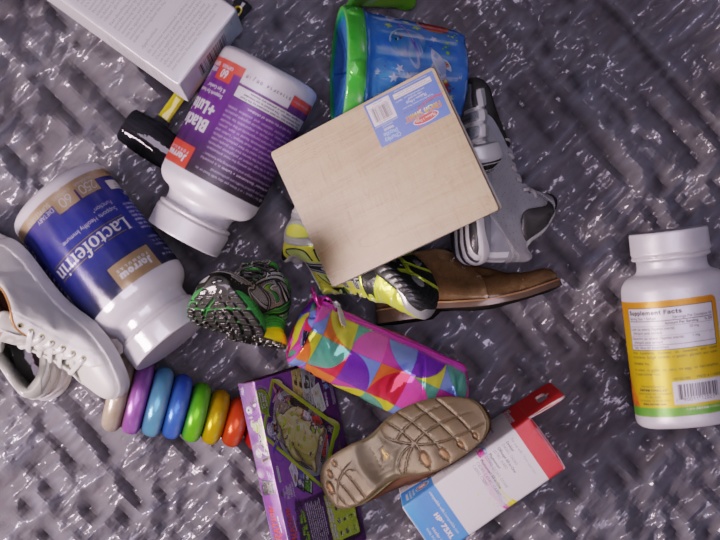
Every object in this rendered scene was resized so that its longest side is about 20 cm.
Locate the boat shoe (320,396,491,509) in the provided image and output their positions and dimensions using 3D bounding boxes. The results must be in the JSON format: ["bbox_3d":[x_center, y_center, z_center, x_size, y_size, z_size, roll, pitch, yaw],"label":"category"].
[{"bbox_3d":[0.051,0.182,1.503,0.200,0.067,0.072,-30,76,26],"label":"boat shoe"}]

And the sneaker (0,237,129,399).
[{"bbox_3d":[-0.321,0.066,1.464,0.200,0.073,0.085,46,49,0],"label":"sneaker"}]

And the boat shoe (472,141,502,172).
[{"bbox_3d":[0.080,-0.081,1.491,0.071,0.200,0.064,-16,87,-35],"label":"boat shoe"}]

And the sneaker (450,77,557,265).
[{"bbox_3d":[0.153,-0.100,1.549,0.115,0.075,0.201,4,80,-23],"label":"sneaker"}]

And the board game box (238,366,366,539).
[{"bbox_3d":[-0.059,0.202,1.532,0.032,0.120,0.201,-11,92,36],"label":"board game box"}]

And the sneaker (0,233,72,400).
[{"bbox_3d":[-0.364,0.044,1.529,0.078,0.099,0.200,-28,92,1],"label":"sneaker"}]

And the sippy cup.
[{"bbox_3d":[0.040,-0.201,1.510,0.130,0.140,0.179,2,99,-8],"label":"sippy cup"}]

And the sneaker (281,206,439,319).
[{"bbox_3d":[0.000,0.000,1.523,0.200,0.075,0.077,37,109,32],"label":"sneaker"}]

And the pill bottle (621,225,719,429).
[{"bbox_3d":[0.331,0.057,1.524,0.111,0.111,0.201,-7,92,0],"label":"pill bottle"}]

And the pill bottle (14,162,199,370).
[{"bbox_3d":[-0.253,-0.003,1.508,0.116,0.116,0.200,-40,83,1],"label":"pill bottle"}]

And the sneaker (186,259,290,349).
[{"bbox_3d":[-0.120,0.025,1.486,0.078,0.200,0.086,7,81,11],"label":"sneaker"}]

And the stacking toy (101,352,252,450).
[{"bbox_3d":[-0.168,0.148,1.550,0.199,0.085,0.086,14,92,-7],"label":"stacking toy"}]

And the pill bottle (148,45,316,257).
[{"bbox_3d":[-0.138,-0.121,1.518,0.111,0.111,0.200,28,91,-1],"label":"pill bottle"}]

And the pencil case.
[{"bbox_3d":[0.018,0.096,1.525,0.200,0.088,0.089,27,92,-13],"label":"pencil case"}]

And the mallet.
[{"bbox_3d":[-0.172,-0.197,1.555,0.066,0.041,0.200,41,88,0],"label":"mallet"}]

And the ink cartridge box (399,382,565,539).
[{"bbox_3d":[0.140,0.204,1.526,0.200,0.116,0.067,-35,93,2],"label":"ink cartridge box"}]

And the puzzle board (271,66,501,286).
[{"bbox_3d":[0.023,-0.089,1.440,0.200,0.017,0.151,-25,89,26],"label":"puzzle board"}]

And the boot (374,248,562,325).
[{"bbox_3d":[0.111,0.008,1.547,0.199,0.074,0.076,-7,82,2],"label":"boot"}]

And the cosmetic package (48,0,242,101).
[{"bbox_3d":[-0.232,-0.277,1.516,0.200,0.071,0.102,37,84,6],"label":"cosmetic package"}]
